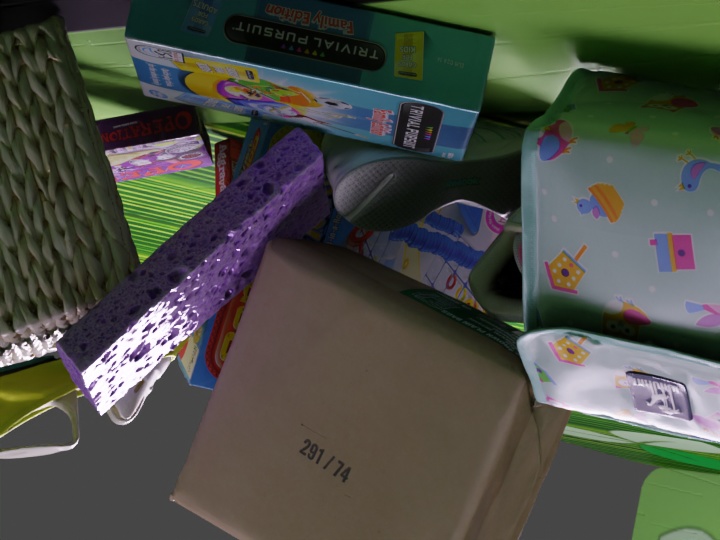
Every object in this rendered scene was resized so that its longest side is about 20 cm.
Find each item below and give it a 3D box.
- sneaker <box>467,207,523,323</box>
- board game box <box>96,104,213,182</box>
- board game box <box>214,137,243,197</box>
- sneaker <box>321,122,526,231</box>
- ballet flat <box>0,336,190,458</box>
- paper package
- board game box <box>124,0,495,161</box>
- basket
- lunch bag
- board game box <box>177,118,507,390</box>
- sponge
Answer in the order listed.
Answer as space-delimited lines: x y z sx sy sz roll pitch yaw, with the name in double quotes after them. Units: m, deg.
0.140 -0.019 1.372 0.088 0.081 0.200 -23 165 -45 "sneaker"
-0.211 -0.082 1.674 0.199 0.032 0.120 -10 176 0 "board game box"
-0.039 -0.026 1.785 0.019 0.103 0.200 -16 156 37 "board game box"
0.070 -0.073 1.455 0.200 0.071 0.080 1 -144 -21 "sneaker"
-0.181 0.076 1.473 0.200 0.067 0.067 -21 171 -22 "ballet flat"
0.010 0.101 1.433 0.200 0.191 0.103 27 -166 25 "paper package"
-0.029 -0.117 1.323 0.199 0.047 0.151 12 173 1 "board game box"
-0.236 -0.038 1.493 0.160 0.201 0.198 -17 174 -5 "basket"
0.177 0.005 1.262 0.170 0.201 0.122 11 -153 19 "lunch bag"
0.000 0.000 1.538 0.195 0.201 0.056 14 -167 -17 "board game box"
-0.100 0.001 1.409 0.030 0.200 0.112 46 168 13 "sponge"
